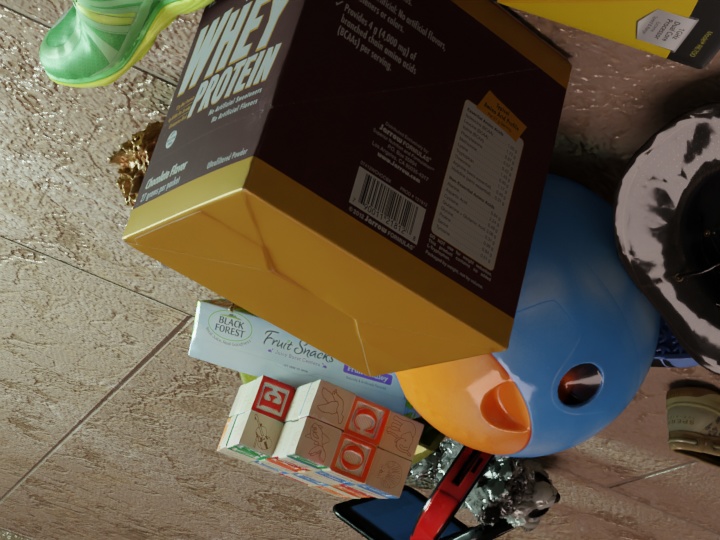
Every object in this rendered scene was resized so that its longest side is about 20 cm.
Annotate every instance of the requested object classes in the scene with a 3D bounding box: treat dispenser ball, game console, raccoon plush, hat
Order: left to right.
[{"bbox_3d":[0.097,0.286,1.641,0.175,0.117,0.199,-33,165,26],"label":"game console"},{"bbox_3d":[0.130,0.222,1.544,0.199,0.097,0.134,29,176,32],"label":"raccoon plush"},{"bbox_3d":[0.111,0.186,1.311,0.031,0.201,0.177,33,158,12],"label":"game console"},{"bbox_3d":[0.111,0.030,0.969,0.199,0.203,0.201,13,156,6],"label":"treat dispenser ball"},{"bbox_3d":[0.264,-0.028,0.868,0.199,0.081,0.202,16,128,22],"label":"hat"}]

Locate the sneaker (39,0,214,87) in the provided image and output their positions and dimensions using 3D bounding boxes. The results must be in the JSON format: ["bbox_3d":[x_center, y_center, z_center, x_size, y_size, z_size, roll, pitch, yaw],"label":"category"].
[{"bbox_3d":[-0.149,-0.182,0.847,0.083,0.075,0.199,28,144,-30],"label":"sneaker"}]

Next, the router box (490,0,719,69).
[{"bbox_3d":[0.142,-0.189,0.664,0.148,0.052,0.200,16,156,-4],"label":"router box"}]

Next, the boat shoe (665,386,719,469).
[{"bbox_3d":[0.354,0.175,1.291,0.199,0.063,0.073,30,152,-28],"label":"boat shoe"}]

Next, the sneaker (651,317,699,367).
[{"bbox_3d":[0.208,0.044,1.097,0.199,0.071,0.078,12,163,38],"label":"sneaker"}]

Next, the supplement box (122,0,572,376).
[{"bbox_3d":[-0.002,-0.074,0.818,0.196,0.202,0.132,31,152,-29],"label":"supplement box"}]

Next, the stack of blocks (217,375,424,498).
[{"bbox_3d":[-0.037,0.131,1.071,0.114,0.059,0.200,23,166,-10],"label":"stack of blocks"}]

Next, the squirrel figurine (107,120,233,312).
[{"bbox_3d":[-0.092,-0.053,1.046,0.200,0.142,0.186,47,154,-26],"label":"squirrel figurine"}]

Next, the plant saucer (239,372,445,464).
[{"bbox_3d":[-0.015,0.125,1.277,0.198,0.048,0.200,27,-172,9],"label":"plant saucer"}]

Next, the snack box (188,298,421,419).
[{"bbox_3d":[-0.021,0.068,1.133,0.198,0.054,0.142,14,-174,23],"label":"snack box"}]
